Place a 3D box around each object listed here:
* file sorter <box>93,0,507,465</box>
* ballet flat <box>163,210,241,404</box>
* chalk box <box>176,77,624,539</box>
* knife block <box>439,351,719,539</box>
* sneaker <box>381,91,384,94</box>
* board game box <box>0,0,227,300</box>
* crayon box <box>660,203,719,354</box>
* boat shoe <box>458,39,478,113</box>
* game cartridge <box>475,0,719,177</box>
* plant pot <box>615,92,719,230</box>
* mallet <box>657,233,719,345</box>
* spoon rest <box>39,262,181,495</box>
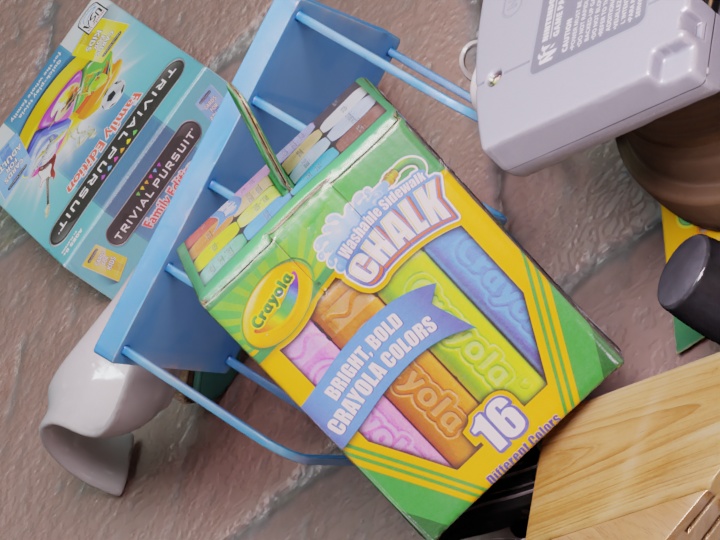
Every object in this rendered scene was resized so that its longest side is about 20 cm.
[{"bbox_3d":[-0.013,-0.016,1.430,0.122,0.139,0.201,30,97,20],"label":"file sorter"},{"bbox_3d":[-0.087,-0.006,1.556,0.067,0.062,0.201,-32,-28,-42],"label":"ballet flat"},{"bbox_3d":[0.000,0.000,1.291,0.124,0.200,0.125,-43,12,2],"label":"chalk box"},{"bbox_3d":[0.121,0.088,1.267,0.200,0.064,0.176,-53,32,4],"label":"knife block"},{"bbox_3d":[-0.029,-0.046,1.595,0.115,0.075,0.200,-52,35,20],"label":"sneaker"},{"bbox_3d":[-0.163,-0.083,1.833,0.151,0.047,0.200,-55,31,1],"label":"board game box"},{"bbox_3d":[0.202,-0.065,1.316,0.200,0.051,0.126,-35,36,30],"label":"crayon box"},{"bbox_3d":[0.092,-0.109,1.401,0.086,0.075,0.202,7,23,16],"label":"boat shoe"},{"bbox_3d":[0.111,-0.137,1.250,0.133,0.040,0.201,-19,45,39],"label":"game cartridge"},{"bbox_3d":[0.175,-0.126,1.275,0.200,0.093,0.202,-34,36,29],"label":"plant pot"},{"bbox_3d":[0.191,-0.002,1.202,0.041,0.066,0.200,-68,13,-18],"label":"mallet"},{"bbox_3d":[-0.137,0.063,1.559,0.200,0.060,0.100,118,163,-59],"label":"spoon rest"}]
